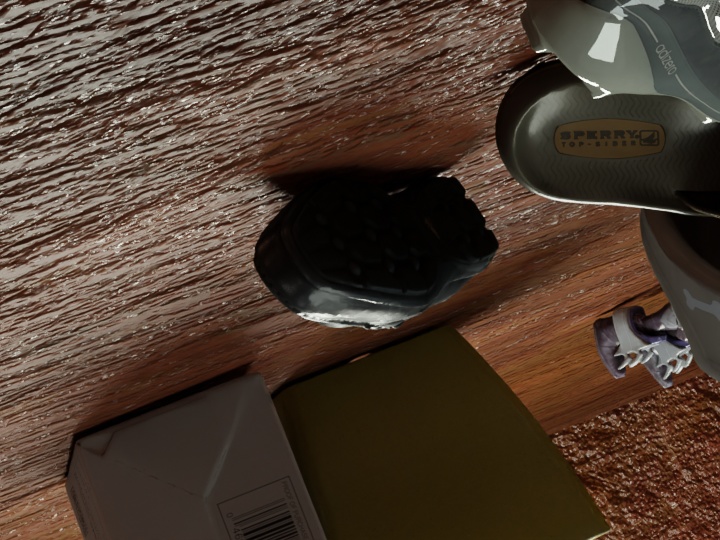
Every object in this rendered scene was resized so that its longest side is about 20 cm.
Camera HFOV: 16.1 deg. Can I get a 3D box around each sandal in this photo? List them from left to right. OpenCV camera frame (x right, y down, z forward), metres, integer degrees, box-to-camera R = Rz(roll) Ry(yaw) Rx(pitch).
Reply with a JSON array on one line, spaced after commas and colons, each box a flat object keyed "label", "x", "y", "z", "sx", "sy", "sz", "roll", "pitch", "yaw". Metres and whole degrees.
[{"label": "sandal", "x": 0.151, "y": -0.055, "z": 1.003, "sx": 0.199, "sy": 0.082, "sz": 0.055, "roll": -1, "pitch": -156, "yaw": 8}]

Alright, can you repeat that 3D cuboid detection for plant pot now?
[{"label": "plant pot", "x": 0.022, "y": 0.153, "z": 1.770, "sx": 0.199, "sy": 0.177, "sz": 0.200, "roll": -20, "pitch": 170, "yaw": -21}]

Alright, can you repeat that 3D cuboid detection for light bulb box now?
[{"label": "light bulb box", "x": -0.094, "y": 0.188, "z": 1.594, "sx": 0.124, "sy": 0.199, "sz": 0.200, "roll": -20, "pitch": 172, "yaw": -12}]

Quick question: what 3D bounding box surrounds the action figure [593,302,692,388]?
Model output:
[{"label": "action figure", "x": 0.288, "y": 0.031, "z": 2.125, "sx": 0.130, "sy": 0.070, "sz": 0.200, "roll": -5, "pitch": 158, "yaw": -38}]

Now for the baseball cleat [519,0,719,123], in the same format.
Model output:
[{"label": "baseball cleat", "x": 0.137, "y": -0.096, "z": 0.887, "sx": 0.106, "sy": 0.070, "sz": 0.200, "roll": -28, "pitch": 172, "yaw": 30}]

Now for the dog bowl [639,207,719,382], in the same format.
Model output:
[{"label": "dog bowl", "x": 0.208, "y": -0.039, "z": 1.075, "sx": 0.200, "sy": 0.200, "sz": 0.059, "roll": -24, "pitch": 139, "yaw": 4}]

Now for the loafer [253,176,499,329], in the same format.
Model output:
[{"label": "loafer", "x": 0.000, "y": 0.000, "z": 1.108, "sx": 0.070, "sy": 0.068, "sz": 0.200, "roll": -36, "pitch": 171, "yaw": 20}]
